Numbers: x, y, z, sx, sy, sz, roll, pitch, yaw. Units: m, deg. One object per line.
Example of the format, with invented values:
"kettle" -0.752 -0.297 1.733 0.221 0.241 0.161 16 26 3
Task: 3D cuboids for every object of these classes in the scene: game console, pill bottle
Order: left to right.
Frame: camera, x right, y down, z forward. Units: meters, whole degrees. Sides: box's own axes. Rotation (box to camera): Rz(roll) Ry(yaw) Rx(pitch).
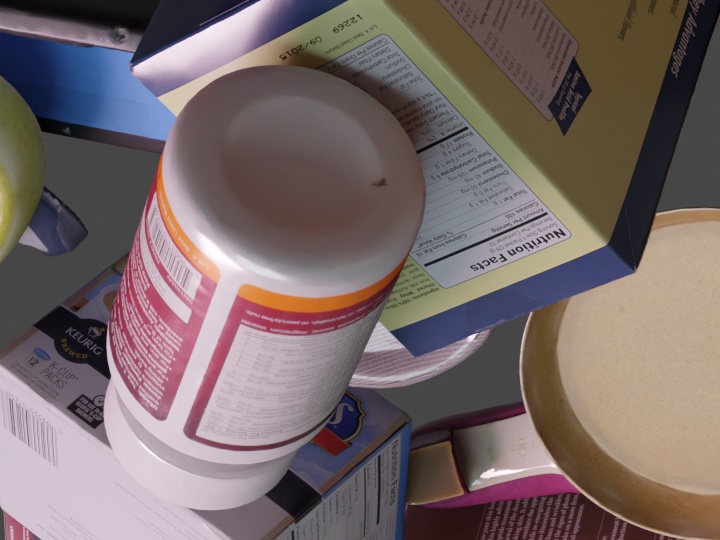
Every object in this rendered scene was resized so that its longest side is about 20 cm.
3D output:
"game console" -0.168 -0.102 1.432 0.199 0.176 0.117 10 109 10
"pill bottle" -0.048 0.013 1.209 0.109 0.110 0.200 22 143 -2

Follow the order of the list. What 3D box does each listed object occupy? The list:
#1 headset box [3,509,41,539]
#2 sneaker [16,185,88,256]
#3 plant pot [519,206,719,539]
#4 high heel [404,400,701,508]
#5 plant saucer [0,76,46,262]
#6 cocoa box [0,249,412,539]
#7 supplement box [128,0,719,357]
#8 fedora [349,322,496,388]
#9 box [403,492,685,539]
"headset box" -0.125 0.198 1.695 0.199 0.075 0.150 -5 88 25
"sneaker" -0.231 -0.041 1.504 0.200 0.082 0.070 33 176 -42
"plant pot" 0.183 0.051 1.483 0.199 0.028 0.201 5 119 9
"high heel" 0.114 0.097 1.588 0.199 0.096 0.068 -16 90 10
"plant saucer" -0.253 -0.032 1.429 0.199 0.031 0.201 -11 138 -10
"cocoa box" -0.087 0.105 1.549 0.200 0.131 0.134 34 144 25
"supplement box" 0.037 -0.110 1.274 0.134 0.201 0.200 -22 123 40
"fedora" 0.000 0.000 1.465 0.199 0.091 0.177 -7 139 16
"box" 0.119 0.170 1.610 0.199 0.100 0.075 -2 134 24
